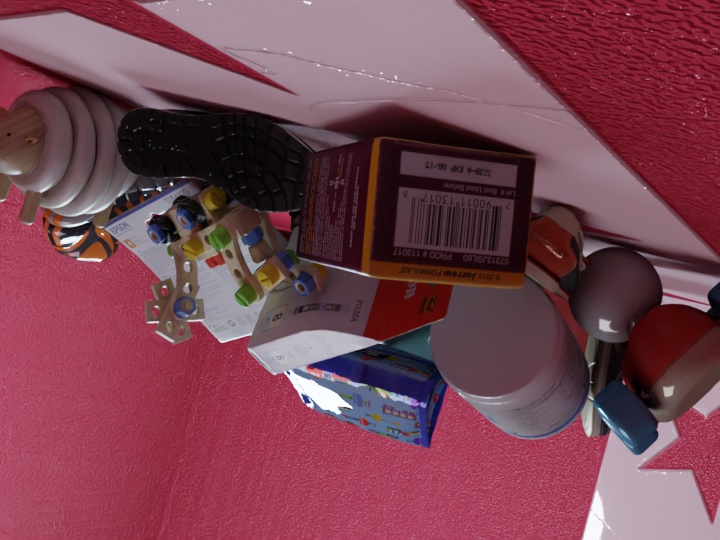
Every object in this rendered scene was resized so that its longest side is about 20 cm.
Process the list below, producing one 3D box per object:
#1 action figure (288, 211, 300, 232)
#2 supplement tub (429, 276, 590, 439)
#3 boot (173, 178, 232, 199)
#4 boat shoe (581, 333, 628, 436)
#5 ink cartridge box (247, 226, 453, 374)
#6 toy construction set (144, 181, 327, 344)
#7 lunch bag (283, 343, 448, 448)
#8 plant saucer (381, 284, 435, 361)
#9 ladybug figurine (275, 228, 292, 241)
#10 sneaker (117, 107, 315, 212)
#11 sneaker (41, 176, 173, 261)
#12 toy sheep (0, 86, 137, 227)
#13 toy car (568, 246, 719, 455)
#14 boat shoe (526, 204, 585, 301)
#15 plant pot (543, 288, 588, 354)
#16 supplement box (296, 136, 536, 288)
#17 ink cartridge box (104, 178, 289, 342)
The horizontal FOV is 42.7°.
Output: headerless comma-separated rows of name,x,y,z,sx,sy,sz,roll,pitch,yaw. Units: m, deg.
action figure,-0.025,-0.054,0.998,0.198,0.103,0.119,15,165,35
supplement tub,0.159,0.091,0.947,0.130,0.134,0.200,15,166,29
boot,-0.182,-0.087,1.061,0.184,0.065,0.200,-28,175,9
boat shoe,0.287,0.087,1.026,0.064,0.204,0.072,9,174,0
ink cartridge box,0.000,0.000,0.840,0.198,0.161,0.047,-21,125,35
toy construction set,-0.132,-0.009,0.855,0.198,0.132,0.092,-24,-163,38
lunch bag,0.006,0.115,0.942,0.148,0.096,0.200,17,172,11
plant saucer,0.095,0.064,1.057,0.196,0.036,0.201,-8,149,-5
ladybug figurine,-0.110,-0.013,1.100,0.197,0.073,0.135,11,179,32
sneaker,-0.106,-0.107,0.802,0.197,0.077,0.087,17,-162,20
sneaker,-0.277,-0.084,1.068,0.078,0.198,0.113,51,151,18
toy sheep,-0.285,-0.116,0.919,0.136,0.140,0.199,15,-170,30
toy car,0.277,0.047,0.937,0.201,0.184,0.177,49,-176,24
boat shoe,0.176,-0.017,0.847,0.071,0.063,0.200,34,-175,15
plant pot,0.294,0.081,1.289,0.197,0.180,0.200,16,180,0
supplement box,0.030,-0.041,0.657,0.108,0.087,0.200,5,-178,-17
ink cartridge box,-0.155,-0.014,0.989,0.198,0.041,0.200,-16,124,47
